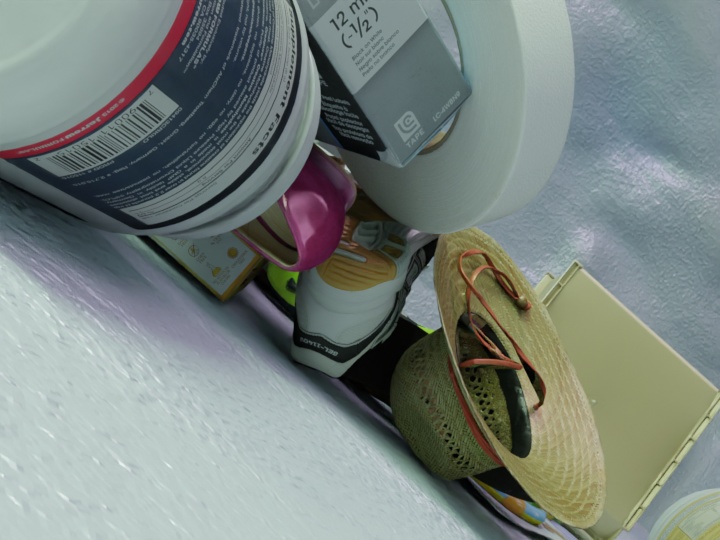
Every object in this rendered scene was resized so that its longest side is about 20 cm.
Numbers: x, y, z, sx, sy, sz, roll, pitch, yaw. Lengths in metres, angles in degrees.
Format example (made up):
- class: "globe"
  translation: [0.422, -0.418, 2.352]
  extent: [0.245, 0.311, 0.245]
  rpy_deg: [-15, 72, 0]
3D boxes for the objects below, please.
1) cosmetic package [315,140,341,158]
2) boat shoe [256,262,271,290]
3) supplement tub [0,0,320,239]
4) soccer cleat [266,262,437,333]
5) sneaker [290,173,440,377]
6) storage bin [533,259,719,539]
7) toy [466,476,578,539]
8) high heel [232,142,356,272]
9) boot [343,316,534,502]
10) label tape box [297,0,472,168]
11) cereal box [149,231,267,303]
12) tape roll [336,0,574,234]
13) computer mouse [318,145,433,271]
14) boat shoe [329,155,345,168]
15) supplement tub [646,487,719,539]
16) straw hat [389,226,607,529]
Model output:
- class: "cosmetic package"
  translation: [-0.054, -0.108, 1.129]
  extent: [0.090, 0.200, 0.107]
  rpy_deg: [42, 2, 22]
- class: "boat shoe"
  translation: [-0.055, -0.022, 1.011]
  extent: [0.202, 0.075, 0.075]
  rpy_deg: [41, 1, -21]
- class: "supplement tub"
  translation: [-0.101, -0.093, 0.510]
  extent: [0.140, 0.140, 0.200]
  rpy_deg: [42, 1, 18]
- class: "soccer cleat"
  translation: [0.014, 0.055, 0.968]
  extent: [0.200, 0.068, 0.081]
  rpy_deg: [30, -37, 3]
- class: "sneaker"
  translation: [0.000, 0.000, 0.794]
  extent: [0.075, 0.088, 0.200]
  rpy_deg: [23, 22, 11]
- class: "storage bin"
  translation: [0.208, 0.131, 1.240]
  extent: [0.200, 0.199, 0.094]
  rpy_deg: [42, -16, -1]
- class: "toy"
  translation: [0.114, 0.149, 0.967]
  extent: [0.115, 0.047, 0.200]
  rpy_deg: [41, 0, 35]
- class: "high heel"
  translation: [-0.092, -0.073, 0.670]
  extent: [0.200, 0.067, 0.096]
  rpy_deg: [41, 25, -5]
- class: "boot"
  translation: [0.059, 0.086, 0.885]
  extent: [0.200, 0.074, 0.075]
  rpy_deg: [35, -9, -1]
- class: "label tape box"
  translation: [-0.047, -0.154, 0.658]
  extent: [0.143, 0.066, 0.200]
  rpy_deg: [25, -21, 51]
- class: "cereal box"
  translation: [-0.136, -0.064, 0.754]
  extent: [0.200, 0.040, 0.144]
  rpy_deg: [41, 2, -1]
- class: "tape roll"
  translation: [0.037, -0.121, 0.723]
  extent: [0.203, 0.037, 0.204]
  rpy_deg: [32, -49, 47]
- class: "computer mouse"
  translation: [0.017, -0.022, 0.962]
  extent: [0.200, 0.044, 0.110]
  rpy_deg: [38, -8, 20]
- class: "boat shoe"
  translation: [-0.055, -0.046, 0.871]
  extent: [0.073, 0.069, 0.200]
  rpy_deg: [10, 0, -7]
- class: "supplement tub"
  translation: [0.281, 0.234, 0.917]
  extent: [0.145, 0.145, 0.200]
  rpy_deg: [42, 2, -1]
- class: "straw hat"
  translation: [0.066, 0.077, 0.798]
  extent: [0.201, 0.085, 0.201]
  rpy_deg: [45, 29, -34]
